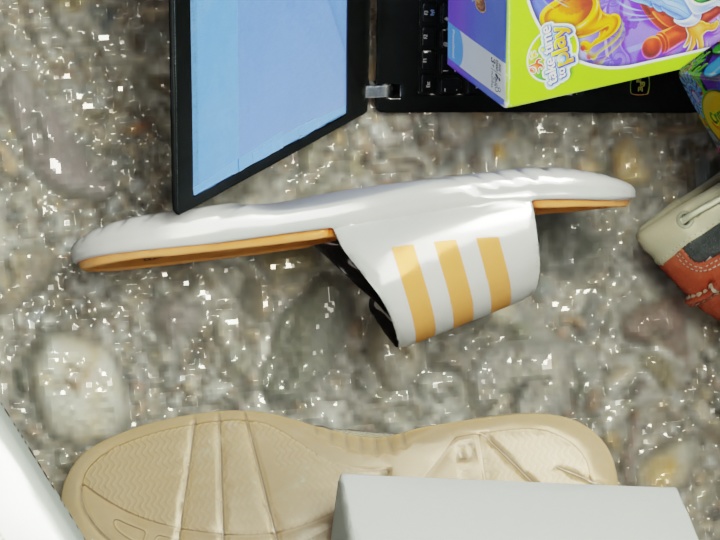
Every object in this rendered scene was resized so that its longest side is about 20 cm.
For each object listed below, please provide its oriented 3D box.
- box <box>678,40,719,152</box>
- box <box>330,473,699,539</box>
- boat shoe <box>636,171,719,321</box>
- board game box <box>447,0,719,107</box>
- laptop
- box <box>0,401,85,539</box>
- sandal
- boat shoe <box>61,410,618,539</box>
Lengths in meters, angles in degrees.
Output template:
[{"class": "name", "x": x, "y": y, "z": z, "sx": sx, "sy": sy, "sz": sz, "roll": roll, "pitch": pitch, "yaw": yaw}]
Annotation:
[{"class": "box", "x": 0.244, "y": -0.064, "z": 0.971, "sx": 0.192, "sy": 0.200, "sz": 0.122, "roll": -34, "pitch": 104, "yaw": -10}, {"class": "box", "x": 0.047, "y": 0.182, "z": 1.012, "sx": 0.124, "sy": 0.098, "sz": 0.201, "roll": 3, "pitch": 115, "yaw": -8}, {"class": "boat shoe", "x": 0.190, "y": -0.061, "z": 1.105, "sx": 0.063, "sy": 0.071, "sz": 0.200, "roll": 43, "pitch": 86, "yaw": -1}, {"class": "board game box", "x": 0.098, "y": -0.167, "z": 1.008, "sx": 0.134, "sy": 0.045, "sz": 0.201, "roll": -14, "pitch": 121, "yaw": -23}, {"class": "laptop", "x": 0.033, "y": -0.120, "z": 1.030, "sx": 0.199, "sy": 0.103, "sz": 0.178, "roll": 0, "pitch": 116, "yaw": -2}, {"class": "box", "x": -0.189, "y": 0.100, "z": 0.971, "sx": 0.171, "sy": 0.200, "sz": 0.199, "roll": -32, "pitch": 92, "yaw": -11}, {"class": "sandal", "x": -0.001, "y": 0.000, "z": 1.071, "sx": 0.206, "sy": 0.079, "sz": 0.059, "roll": -8, "pitch": 89, "yaw": 0}, {"class": "boat shoe", "x": -0.007, "y": 0.089, "z": 1.066, "sx": 0.199, "sy": 0.065, "sz": 0.072, "roll": -5, "pitch": 70, "yaw": -1}]
